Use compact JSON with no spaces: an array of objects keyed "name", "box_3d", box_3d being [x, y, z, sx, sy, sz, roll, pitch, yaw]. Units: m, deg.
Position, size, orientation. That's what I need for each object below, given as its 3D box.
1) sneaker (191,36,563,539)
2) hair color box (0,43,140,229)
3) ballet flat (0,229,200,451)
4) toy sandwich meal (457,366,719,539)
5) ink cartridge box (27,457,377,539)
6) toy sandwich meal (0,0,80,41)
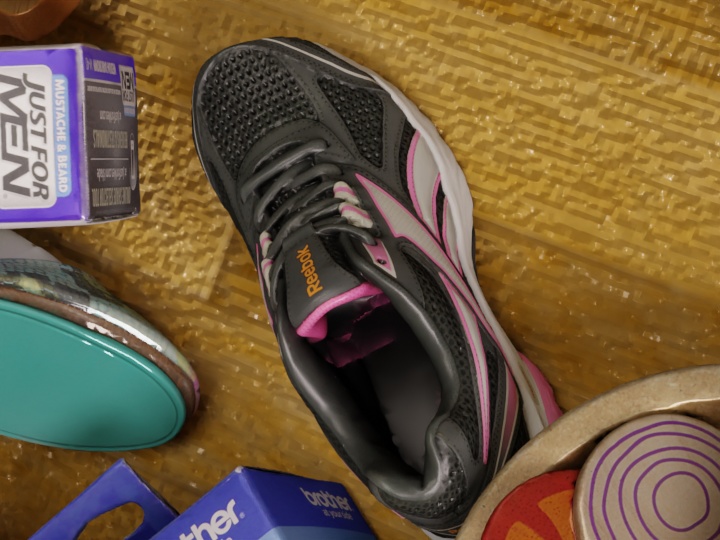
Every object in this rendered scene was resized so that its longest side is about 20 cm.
[{"name":"sneaker","box_3d":[0.000,0.000,0.902,0.080,0.086,0.200,-40,66,14]},{"name":"hair color box","box_3d":[-0.182,-0.043,0.949,0.199,0.109,0.065,-1,92,4]},{"name":"ballet flat","box_3d":[-0.154,0.015,0.968,0.199,0.071,0.069,6,126,-5]},{"name":"toy sandwich meal","box_3d":[0.115,0.116,0.799,0.204,0.070,0.206,-2,74,7]},{"name":"ink cartridge box","box_3d":[-0.038,0.158,0.903,0.136,0.076,0.200,-40,65,16]},{"name":"toy sandwich meal","box_3d":[-0.178,-0.135,1.005,0.204,0.070,0.206,-19,43,18]}]
